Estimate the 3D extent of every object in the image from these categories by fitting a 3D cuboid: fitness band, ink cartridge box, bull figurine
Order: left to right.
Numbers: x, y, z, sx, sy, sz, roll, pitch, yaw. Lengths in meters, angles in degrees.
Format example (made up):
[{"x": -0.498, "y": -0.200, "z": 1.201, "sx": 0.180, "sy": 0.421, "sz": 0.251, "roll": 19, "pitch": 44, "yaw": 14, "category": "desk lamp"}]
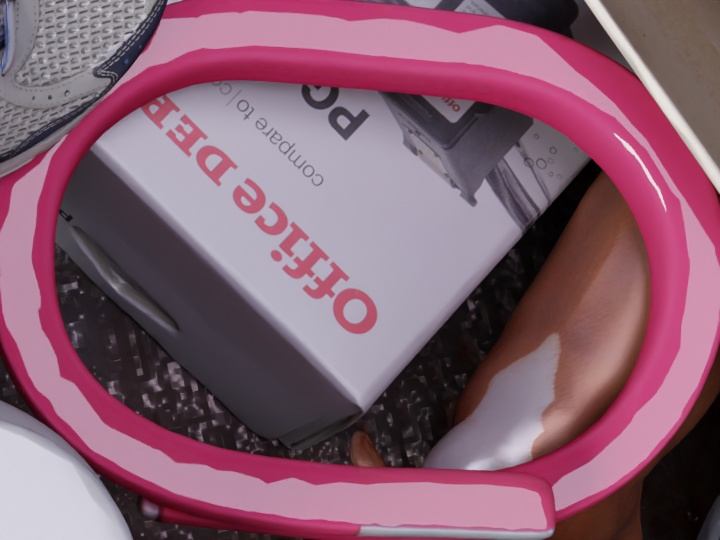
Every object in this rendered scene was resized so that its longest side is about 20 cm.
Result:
[{"x": 0.000, "y": 0.000, "z": 0.731, "sx": 0.200, "sy": 0.037, "sz": 0.144, "roll": 5, "pitch": 77, "yaw": -8, "category": "fitness band"}, {"x": 0.001, "y": -0.068, "z": 0.815, "sx": 0.145, "sy": 0.083, "sz": 0.200, "roll": 44, "pitch": 70, "yaw": -6, "category": "ink cartridge box"}, {"x": 0.069, "y": 0.039, "z": 0.798, "sx": 0.065, "sy": 0.121, "sz": 0.200, "roll": 33, "pitch": 84, "yaw": 35, "category": "bull figurine"}]

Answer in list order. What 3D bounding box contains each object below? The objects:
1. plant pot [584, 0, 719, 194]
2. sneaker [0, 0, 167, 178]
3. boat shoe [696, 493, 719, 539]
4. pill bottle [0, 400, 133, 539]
[{"x": 0.212, "y": -0.079, "z": 0.731, "sx": 0.200, "sy": 0.200, "sz": 0.177, "roll": 56, "pitch": 35, "yaw": -2, "category": "plant pot"}, {"x": -0.126, "y": -0.048, "z": 0.646, "sx": 0.200, "sy": 0.085, "sz": 0.077, "roll": -20, "pitch": 94, "yaw": -27, "category": "sneaker"}, {"x": 0.176, "y": 0.062, "z": 0.849, "sx": 0.075, "sy": 0.086, "sz": 0.202, "roll": 43, "pitch": 72, "yaw": -6, "category": "boat shoe"}, {"x": -0.117, "y": 0.088, "z": 0.684, "sx": 0.113, "sy": 0.200, "sz": 0.113, "roll": 4, "pitch": 79, "yaw": -18, "category": "pill bottle"}]
